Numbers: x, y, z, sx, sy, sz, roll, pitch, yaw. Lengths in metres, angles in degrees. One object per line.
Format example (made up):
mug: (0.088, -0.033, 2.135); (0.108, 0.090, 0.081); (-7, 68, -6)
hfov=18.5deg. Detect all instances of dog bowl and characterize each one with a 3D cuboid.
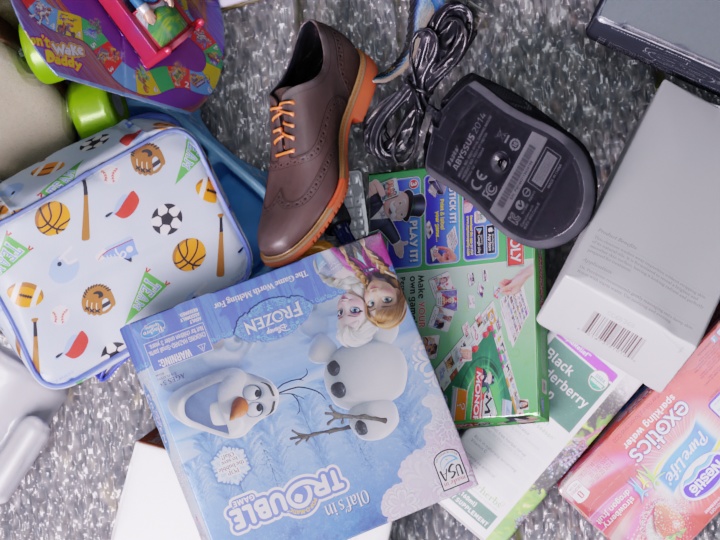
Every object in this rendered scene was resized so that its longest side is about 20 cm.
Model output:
dog bowl: (-0.134, -0.058, 1.702); (0.200, 0.050, 0.112); (41, 95, 2)

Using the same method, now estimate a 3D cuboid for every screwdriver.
screwdriver: (0.000, 0.000, 1.665); (0.029, 0.028, 0.200); (-27, 64, 0)

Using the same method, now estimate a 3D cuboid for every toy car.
toy car: (-0.278, -0.183, 1.668); (0.164, 0.158, 0.200); (-16, 54, 12)

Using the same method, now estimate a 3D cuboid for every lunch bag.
lunch bag: (-0.186, -0.010, 1.610); (0.200, 0.076, 0.161); (-29, 116, -12)

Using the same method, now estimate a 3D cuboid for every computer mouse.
computer mouse: (0.105, -0.093, 1.625); (0.200, 0.053, 0.139); (43, 112, 27)

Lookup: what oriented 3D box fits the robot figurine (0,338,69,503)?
robot figurine: (-0.301, 0.111, 1.688); (0.170, 0.113, 0.200); (33, 92, 45)

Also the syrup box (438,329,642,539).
syrup box: (0.138, 0.108, 1.679); (0.079, 0.081, 0.200); (40, 96, 1)

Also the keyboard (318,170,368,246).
keyboard: (-0.014, 0.025, 1.720); (0.056, 0.011, 0.201); (-7, 92, 4)

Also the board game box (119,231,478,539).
board game box: (-0.043, 0.098, 1.579); (0.200, 0.043, 0.200); (-21, 88, -17)

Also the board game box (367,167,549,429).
board game box: (0.072, 0.019, 1.658); (0.134, 0.029, 0.201); (-6, 74, 20)

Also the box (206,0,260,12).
box: (-0.099, -0.222, 1.700); (0.199, 0.041, 0.039); (-16, 91, 3)

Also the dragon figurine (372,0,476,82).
dragon figurine: (0.056, -0.237, 1.680); (0.099, 0.059, 0.200); (44, 94, 1)

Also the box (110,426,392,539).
box: (-0.078, 0.193, 1.674); (0.199, 0.124, 0.098); (14, 93, 2)

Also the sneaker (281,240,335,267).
sneaker: (-0.061, 0.062, 1.639); (0.078, 0.077, 0.200); (17, 59, 5)

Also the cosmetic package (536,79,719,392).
cosmetic package: (0.223, -0.028, 1.624); (0.113, 0.081, 0.200); (30, 60, 3)

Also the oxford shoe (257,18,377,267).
oxford shoe: (-0.049, -0.095, 1.644); (0.071, 0.073, 0.200); (-13, 50, 37)

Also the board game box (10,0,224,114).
board game box: (-0.164, -0.203, 1.591); (0.039, 0.200, 0.158); (-27, 60, 41)

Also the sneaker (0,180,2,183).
sneaker: (-0.289, -0.030, 1.665); (0.199, 0.070, 0.082); (-20, 121, 5)

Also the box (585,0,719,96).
box: (0.253, -0.194, 1.599); (0.148, 0.200, 0.107); (24, 94, 2)

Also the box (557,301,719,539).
box: (0.250, 0.123, 1.665); (0.103, 0.095, 0.200); (43, 94, 1)
